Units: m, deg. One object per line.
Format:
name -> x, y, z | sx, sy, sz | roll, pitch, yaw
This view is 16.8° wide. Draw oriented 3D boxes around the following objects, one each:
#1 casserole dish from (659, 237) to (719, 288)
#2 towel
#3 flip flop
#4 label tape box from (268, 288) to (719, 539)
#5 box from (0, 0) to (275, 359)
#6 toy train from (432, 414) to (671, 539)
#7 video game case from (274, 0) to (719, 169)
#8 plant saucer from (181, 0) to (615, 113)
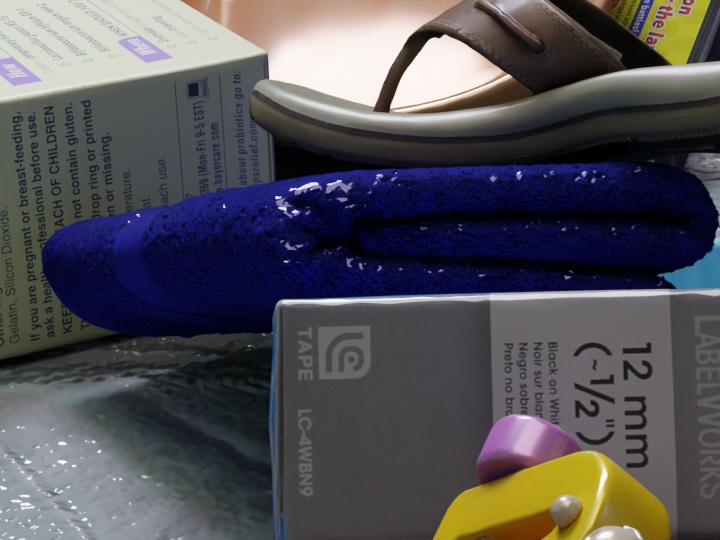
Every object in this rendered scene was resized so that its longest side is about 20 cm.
casserole dish -> 0.166, 0.021, 0.769 | 0.200, 0.039, 0.121 | 1, 14, 6
towel -> 0.000, 0.000, 0.748 | 0.147, 0.050, 0.200 | -4, -1, -25
flip flop -> 0.062, -0.059, 0.712 | 0.200, 0.058, 0.081 | -4, -2, 28
label tape box -> 0.081, 0.042, 0.637 | 0.200, 0.066, 0.143 | 0, -6, 3
box -> -0.155, -0.041, 0.892 | 0.200, 0.097, 0.176 | -12, 25, -24
toy train -> 0.025, 0.109, 0.493 | 0.150, 0.056, 0.200 | -53, 19, -7
video game case -> 0.074, -0.118, 1.051 | 0.180, 0.026, 0.200 | 7, 47, 22
plant saucer -> 0.011, -0.116, 1.015 | 0.200, 0.037, 0.200 | -6, 45, 6
